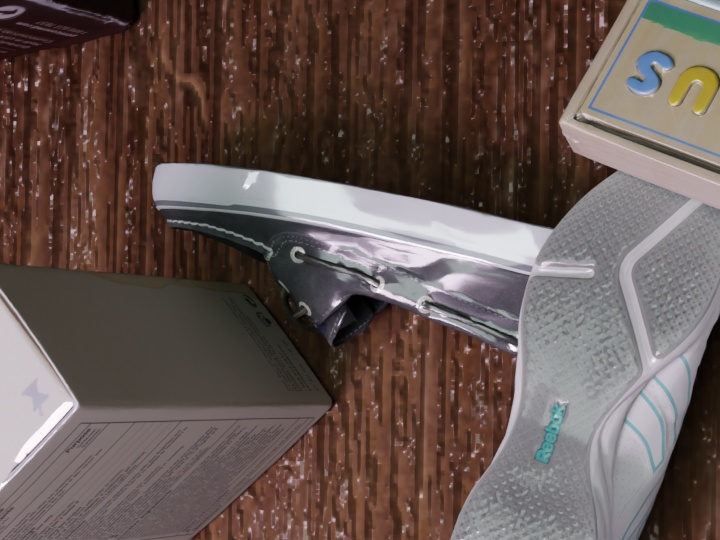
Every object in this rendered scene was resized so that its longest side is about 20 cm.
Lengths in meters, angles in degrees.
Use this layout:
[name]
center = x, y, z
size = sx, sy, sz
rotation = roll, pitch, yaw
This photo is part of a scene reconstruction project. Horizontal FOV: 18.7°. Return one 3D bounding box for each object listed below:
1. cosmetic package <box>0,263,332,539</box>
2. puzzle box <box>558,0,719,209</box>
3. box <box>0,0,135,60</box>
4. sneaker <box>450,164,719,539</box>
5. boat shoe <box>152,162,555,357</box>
[cosmetic package]
center = -0.107, 0.059, 0.868
size = 0.104, 0.200, 0.073
rotation = -43, 69, 17
[puzzle box]
center = 0.186, -0.071, 0.788
size = 0.199, 0.025, 0.134
rotation = 23, 77, 29
[box]
center = -0.217, -0.197, 0.957
size = 0.163, 0.166, 0.201
rotation = -10, 83, 26
[sneaker]
center = 0.092, 0.050, 0.841
size = 0.070, 0.080, 0.201
rotation = 23, 90, 24
[boat shoe]
center = 0.000, 0.000, 0.899
size = 0.199, 0.070, 0.067
rotation = 12, 90, 18
